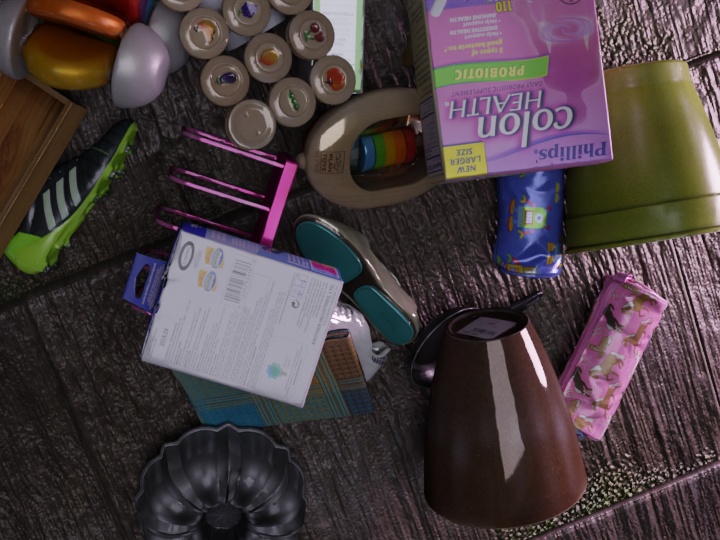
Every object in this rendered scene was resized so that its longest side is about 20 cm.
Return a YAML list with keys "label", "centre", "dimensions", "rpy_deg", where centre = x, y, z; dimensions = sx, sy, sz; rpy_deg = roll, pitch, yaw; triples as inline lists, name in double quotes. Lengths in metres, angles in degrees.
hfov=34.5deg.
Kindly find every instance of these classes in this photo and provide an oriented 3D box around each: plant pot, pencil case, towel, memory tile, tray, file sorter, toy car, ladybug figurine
- label: "plant pot"
  centre: [0.313, -0.128, 1.294]
  dimensions: [0.200, 0.200, 0.194]
  rpy_deg: [-9, 90, -9]
- label: "pencil case"
  centre: [0.288, 0.101, 1.375]
  dimensions: [0.083, 0.086, 0.201]
  rpy_deg: [27, 95, 17]
- label: "towel"
  centre: [-0.094, 0.123, 1.273]
  dimensions: [0.199, 0.022, 0.147]
  rpy_deg: [-8, 138, 8]
- label: "memory tile"
  centre: [-0.101, -0.234, 1.147]
  dimensions: [0.153, 0.017, 0.201]
  rpy_deg: [-30, 103, -16]
- label: "pencil case"
  centre: [0.191, -0.090, 1.321]
  dimensions: [0.086, 0.078, 0.201]
  rpy_deg: [-2, 101, -5]
- label: "tray"
  centre: [-0.377, -0.109, 1.208]
  dimensions: [0.098, 0.037, 0.200]
  rpy_deg: [33, 93, 18]
- label: "file sorter"
  centre: [-0.159, -0.043, 1.233]
  dimensions: [0.125, 0.139, 0.201]
  rpy_deg: [17, 97, -10]
- label: "toy car"
  centre: [-0.259, -0.260, 1.135]
  dimensions: [0.174, 0.200, 0.150]
  rpy_deg: [14, 121, 3]
- label: "ladybug figurine"
  centre: [0.016, -0.138, 1.264]
  dimensions: [0.199, 0.072, 0.136]
  rpy_deg: [-9, 120, -28]
- label: "plant pot"
  centre: [0.151, 0.151, 1.289]
  dimensions: [0.186, 0.187, 0.201]
  rpy_deg: [-12, 110, -9]

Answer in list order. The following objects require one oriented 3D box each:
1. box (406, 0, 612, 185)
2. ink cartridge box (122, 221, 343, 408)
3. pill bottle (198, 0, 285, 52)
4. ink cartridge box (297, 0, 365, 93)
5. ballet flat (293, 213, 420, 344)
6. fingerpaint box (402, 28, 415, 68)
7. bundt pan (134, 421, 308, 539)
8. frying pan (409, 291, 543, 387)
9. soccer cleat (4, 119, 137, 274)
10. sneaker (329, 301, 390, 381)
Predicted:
- label: "box"
  centre: [0.150, -0.198, 1.190]
  dimensions: [0.175, 0.097, 0.201]
  rpy_deg: [-7, 93, -6]
- label: "ink cartridge box"
  centre: [-0.132, 0.037, 1.141]
  dimensions: [0.199, 0.076, 0.137]
  rpy_deg: [17, 96, -10]
- label: "pill bottle"
  centre: [-0.157, -0.331, 1.195]
  dimensions: [0.104, 0.104, 0.200]
  rpy_deg: [-31, 104, -4]
- label: "ink cartridge box"
  centre: [-0.032, -0.289, 1.228]
  dimensions: [0.059, 0.104, 0.201]
  rpy_deg: [-1, 100, -11]
- label: "ballet flat"
  centre: [0.000, 0.000, 1.309]
  dimensions: [0.069, 0.069, 0.200]
  rpy_deg: [-40, 111, -2]
- label: "fingerpaint box"
  centre: [0.150, -0.306, 1.274]
  dimensions: [0.166, 0.073, 0.201]
  rpy_deg: [9, 99, -12]
- label: "bundt pan"
  centre: [-0.155, 0.278, 1.308]
  dimensions: [0.201, 0.076, 0.203]
  rpy_deg: [-3, 111, -7]
- label: "frying pan"
  centre: [0.126, 0.060, 1.338]
  dimensions: [0.190, 0.031, 0.115]
  rpy_deg: [-44, 146, -6]
- label: "soccer cleat"
  centre: [-0.314, -0.088, 1.234]
  dimensions: [0.081, 0.068, 0.200]
  rpy_deg: [37, 92, -2]
- label: "sneaker"
  centre: [-0.043, 0.059, 1.291]
  dimensions: [0.080, 0.076, 0.200]
  rpy_deg: [-41, 132, -2]
